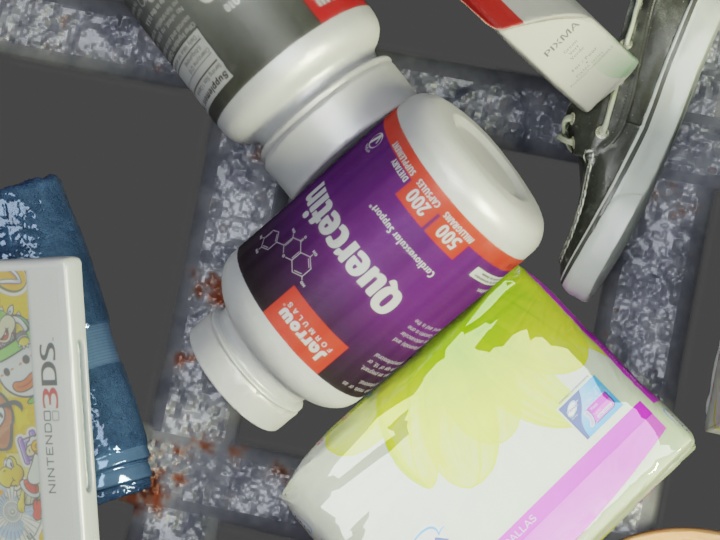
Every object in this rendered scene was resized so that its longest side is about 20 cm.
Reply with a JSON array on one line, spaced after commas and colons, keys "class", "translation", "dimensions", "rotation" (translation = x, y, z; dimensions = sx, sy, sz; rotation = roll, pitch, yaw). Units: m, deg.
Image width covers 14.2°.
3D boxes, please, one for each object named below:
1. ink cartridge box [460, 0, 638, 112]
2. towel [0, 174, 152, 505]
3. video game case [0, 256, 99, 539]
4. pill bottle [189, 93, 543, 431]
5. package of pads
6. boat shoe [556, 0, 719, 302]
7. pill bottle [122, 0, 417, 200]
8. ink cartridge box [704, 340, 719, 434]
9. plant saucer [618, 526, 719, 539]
[{"class": "ink cartridge box", "translation": [0.056, -0.181, 1.611], "dimensions": [0.050, 0.200, 0.161], "rotation": [-45, 58, 5]}, {"class": "towel", "translation": [-0.200, 0.049, 1.717], "dimensions": [0.111, 0.049, 0.201], "rotation": [-19, 83, 3]}, {"class": "video game case", "translation": [-0.247, 0.087, 1.690], "dimensions": [0.199, 0.023, 0.183], "rotation": [-2, 93, 24]}, {"class": "pill bottle", "translation": [0.000, 0.000, 1.648], "dimensions": [0.200, 0.112, 0.113], "rotation": [-41, 82, 14]}, {"class": "package of pads", "translation": [0.070, 0.113, 1.669], "dimensions": [0.200, 0.068, 0.155], "rotation": [-45, 78, 0]}, {"class": "boat shoe", "translation": [0.150, -0.080, 1.686], "dimensions": [0.063, 0.071, 0.201], "rotation": [23, 80, 7]}, {"class": "pill bottle", "translation": [-0.061, -0.148, 1.686], "dimensions": [0.114, 0.114, 0.200], "rotation": [-38, 83, 1]}, {"class": "ink cartridge box", "translation": [0.248, 0.024, 1.598], "dimensions": [0.083, 0.200, 0.146], "rotation": [12, 86, 4]}, {"class": "plant saucer", "translation": [0.187, 0.249, 1.669], "dimensions": [0.199, 0.032, 0.202], "rotation": [0, 86, 6]}]
